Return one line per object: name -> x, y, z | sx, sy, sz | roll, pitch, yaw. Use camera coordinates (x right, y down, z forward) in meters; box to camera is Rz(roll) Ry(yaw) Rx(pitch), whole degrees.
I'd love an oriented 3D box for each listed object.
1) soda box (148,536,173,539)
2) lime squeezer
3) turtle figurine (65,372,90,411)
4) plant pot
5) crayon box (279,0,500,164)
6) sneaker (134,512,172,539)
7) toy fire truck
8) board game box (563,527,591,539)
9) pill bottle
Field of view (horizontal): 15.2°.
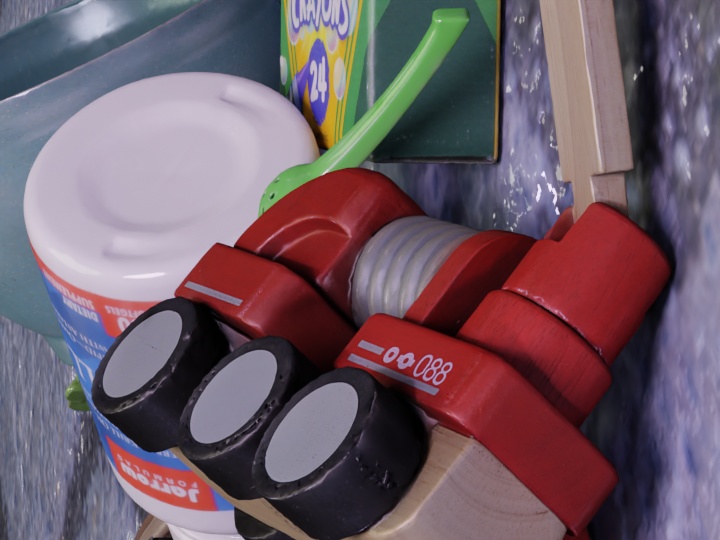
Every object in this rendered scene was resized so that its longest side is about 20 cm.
soda box -> -0.076, 0.205, 1.252 | 0.200, 0.071, 0.063 | 108, 157, -47
lime squeezer -> 0.000, 0.000, 0.938 | 0.038, 0.070, 0.201 | -118, 23, -57
turtle figurine -> -0.144, -0.042, 1.328 | 0.200, 0.144, 0.194 | 78, 169, -56
plant pot -> -0.107, -0.042, 1.191 | 0.134, 0.200, 0.200 | 66, 169, -14
crayon box -> 0.010, -0.143, 0.983 | 0.126, 0.051, 0.201 | -160, 71, -73
sneaker -> -0.086, 0.134, 1.290 | 0.200, 0.070, 0.076 | 111, 155, -50
toy fire truck -> 0.024, -0.005, 0.834 | 0.200, 0.129, 0.176 | -52, 29, -11
board game box -> 0.054, 0.185, 0.855 | 0.200, 0.040, 0.153 | -106, 22, -43
pill bottle -> -0.054, 0.031, 1.041 | 0.112, 0.112, 0.200 | -107, 2, -45
